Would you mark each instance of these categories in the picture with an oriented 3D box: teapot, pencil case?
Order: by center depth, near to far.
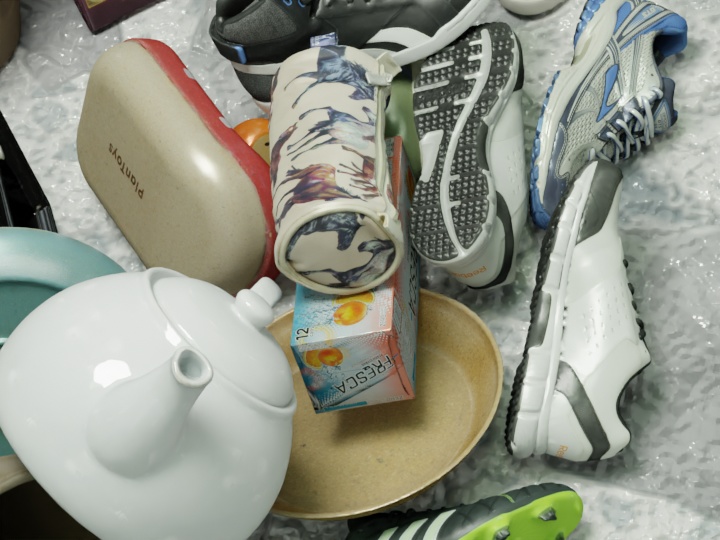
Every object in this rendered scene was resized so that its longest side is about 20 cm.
[{"bbox_3d":[-0.106,0.067,1.185,0.146,0.197,0.200,-46,45,10],"label":"teapot"},{"bbox_3d":[-0.014,-0.068,1.294,0.089,0.078,0.200,-34,33,22],"label":"pencil case"}]

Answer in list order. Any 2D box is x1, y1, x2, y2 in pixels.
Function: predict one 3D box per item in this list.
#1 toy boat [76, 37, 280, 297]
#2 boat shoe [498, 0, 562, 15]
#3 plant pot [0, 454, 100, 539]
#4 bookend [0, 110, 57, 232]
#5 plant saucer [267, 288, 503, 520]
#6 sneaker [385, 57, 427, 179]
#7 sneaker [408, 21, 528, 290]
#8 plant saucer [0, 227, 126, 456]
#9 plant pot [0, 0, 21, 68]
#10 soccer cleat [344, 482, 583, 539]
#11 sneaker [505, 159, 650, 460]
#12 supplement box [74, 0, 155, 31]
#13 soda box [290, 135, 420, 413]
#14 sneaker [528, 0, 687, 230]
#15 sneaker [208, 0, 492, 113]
[{"bbox_3d":[-0.102,-0.073,1.410,0.131,0.131,0.200,-14,51,-33],"label":"toy boat"},{"bbox_3d":[0.147,-0.290,1.498,0.075,0.093,0.200,15,62,20],"label":"boat shoe"},{"bbox_3d":[-0.254,0.193,1.232,0.173,0.200,0.200,14,60,39],"label":"plant pot"},{"bbox_3d":[-0.257,-0.010,1.337,0.092,0.200,0.199,-19,56,-1],"label":"bookend"},{"bbox_3d":[-0.003,0.091,1.299,0.200,0.035,0.200,-11,41,10],"label":"plant saucer"},{"bbox_3d":[0.005,-0.146,1.449,0.090,0.067,0.200,-9,60,-1],"label":"sneaker"},{"bbox_3d":[0.078,-0.076,1.368,0.074,0.080,0.200,-6,59,29],"label":"sneaker"},{"bbox_3d":[-0.225,0.065,1.285,0.200,0.200,0.027,-19,33,-1],"label":"plant saucer"},{"bbox_3d":[-0.334,-0.224,1.502,0.200,0.175,0.200,-5,58,8],"label":"plant pot"},{"bbox_3d":[0.039,0.171,1.247,0.200,0.068,0.081,-25,44,-5],"label":"soccer cleat"},{"bbox_3d":[0.148,0.028,1.296,0.080,0.074,0.200,11,78,2],"label":"sneaker"},{"bbox_3d":[-0.191,-0.287,1.499,0.110,0.200,0.086,-26,56,-7],"label":"supplement box"},{"bbox_3d":[0.000,0.000,1.322,0.068,0.064,0.200,-9,39,12],"label":"soda box"},{"bbox_3d":[0.173,-0.111,1.393,0.085,0.077,0.200,18,66,12],"label":"sneaker"},{"bbox_3d":[-0.008,-0.187,1.373,0.200,0.112,0.073,-28,47,11],"label":"sneaker"}]
